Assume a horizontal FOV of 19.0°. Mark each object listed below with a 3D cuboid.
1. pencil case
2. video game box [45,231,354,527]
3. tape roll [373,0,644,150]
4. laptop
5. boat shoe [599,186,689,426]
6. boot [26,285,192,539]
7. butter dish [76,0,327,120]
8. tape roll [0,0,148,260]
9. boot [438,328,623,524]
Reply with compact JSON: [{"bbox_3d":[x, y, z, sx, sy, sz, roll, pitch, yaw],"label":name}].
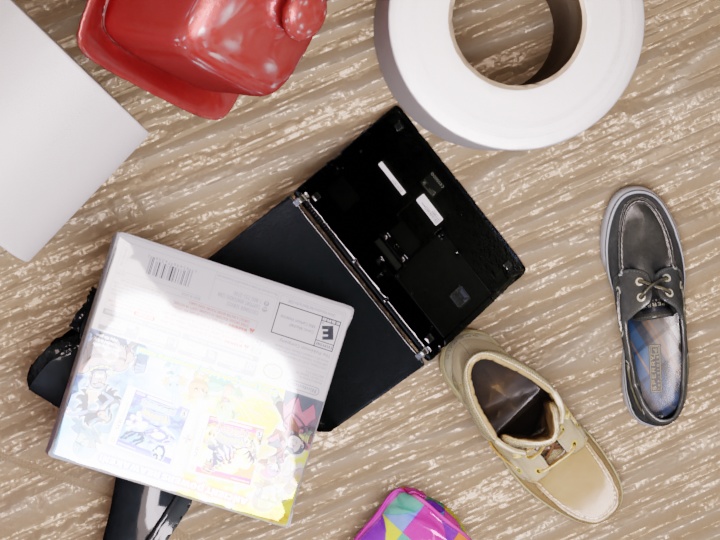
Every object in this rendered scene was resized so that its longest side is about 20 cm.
[{"bbox_3d":[0.003,0.267,1.756,0.088,0.088,0.200,42,88,-5],"label":"pencil case"},{"bbox_3d":[-0.125,0.086,1.690,0.199,0.047,0.183,19,83,-12],"label":"video game box"},{"bbox_3d":[0.114,-0.195,1.712,0.202,0.139,0.204,0,94,-4],"label":"tape roll"},{"bbox_3d":[0.000,0.000,1.778,0.200,0.103,0.177,-42,96,-27],"label":"laptop"},{"bbox_3d":[0.241,0.030,1.774,0.068,0.057,0.201,-7,94,-4],"label":"boat shoe"},{"bbox_3d":[-0.201,0.132,1.735,0.168,0.076,0.201,33,86,-7],"label":"boot"},{"bbox_3d":[-0.088,-0.214,1.653,0.148,0.199,0.201,24,90,37],"label":"butter dish"},{"bbox_3d":[-0.280,-0.124,1.646,0.203,0.203,0.139,44,88,-5],"label":"tape roll"},{"bbox_3d":[0.145,0.134,1.722,0.073,0.155,0.200,-39,95,-1],"label":"boot"}]
